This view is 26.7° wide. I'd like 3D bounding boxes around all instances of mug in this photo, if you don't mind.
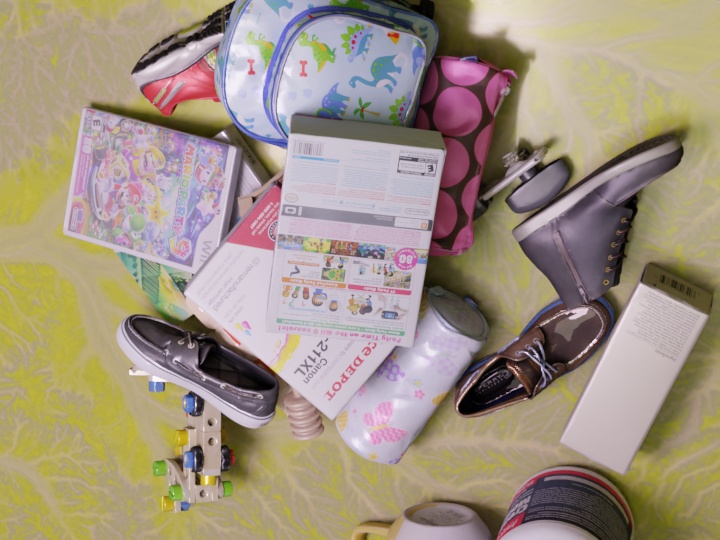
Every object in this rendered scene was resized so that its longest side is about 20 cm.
[{"bbox_3d":[0.068,0.339,1.664,0.185,0.149,0.155,2,101,9],"label":"mug"}]

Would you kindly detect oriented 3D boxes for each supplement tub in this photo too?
[{"bbox_3d":[0.206,0.303,1.574,0.139,0.200,0.142,5,109,15],"label":"supplement tub"}]

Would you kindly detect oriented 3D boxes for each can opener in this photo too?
[{"bbox_3d":[0.121,-0.062,1.559,0.199,0.053,0.067,-33,96,24],"label":"can opener"}]

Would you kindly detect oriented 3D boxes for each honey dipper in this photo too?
[{"bbox_3d":[-0.076,0.086,1.612,0.038,0.038,0.202,-4,114,18],"label":"honey dipper"}]

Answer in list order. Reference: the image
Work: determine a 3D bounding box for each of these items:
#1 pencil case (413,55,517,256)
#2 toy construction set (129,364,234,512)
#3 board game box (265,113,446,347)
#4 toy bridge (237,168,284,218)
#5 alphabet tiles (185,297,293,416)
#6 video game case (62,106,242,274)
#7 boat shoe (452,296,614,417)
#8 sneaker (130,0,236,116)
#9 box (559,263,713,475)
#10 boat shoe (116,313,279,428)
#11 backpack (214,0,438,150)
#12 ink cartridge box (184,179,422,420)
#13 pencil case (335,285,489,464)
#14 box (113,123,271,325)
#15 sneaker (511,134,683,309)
[{"bbox_3d":[0.091,-0.112,1.502,0.093,0.091,0.202,13,94,15],"label":"pencil case"},{"bbox_3d":[-0.194,0.179,1.712,0.091,0.131,0.202,-16,99,-23],"label":"toy construction set"},{"bbox_3d":[-0.007,-0.036,1.428,0.146,0.064,0.202,7,112,-6],"label":"board game box"},{"bbox_3d":[-0.032,-0.096,1.587,0.198,0.027,0.068,-17,59,5],"label":"toy bridge"},{"bbox_3d":[-0.093,0.073,1.643,0.196,0.015,0.200,47,129,-5],"label":"alphabet tiles"},{"bbox_3d":[-0.227,-0.085,1.635,0.198,0.018,0.145,16,101,23],"label":"video game case"},{"bbox_3d":[0.181,0.099,1.583,0.200,0.072,0.072,-40,93,24],"label":"boat shoe"},{"bbox_3d":[-0.141,-0.222,1.587,0.199,0.077,0.085,-20,121,22],"label":"sneaker"},{"bbox_3d":[0.282,0.102,1.557,0.082,0.068,0.201,27,114,7],"label":"box"},{"bbox_3d":[-0.173,0.096,1.648,0.199,0.069,0.057,30,130,7],"label":"boat shoe"},{"bbox_3d":[-0.037,-0.194,1.473,0.198,0.147,0.184,15,105,-12],"label":"backpack"},{"bbox_3d":[-0.057,0.029,1.532,0.200,0.083,0.146,40,91,-7],"label":"ink cartridge box"},{"bbox_3d":[0.053,0.113,1.621,0.090,0.083,0.201,36,114,7],"label":"pencil case"},{"bbox_3d":[-0.175,-0.046,1.662,0.199,0.036,0.145,-34,96,25],"label":"box"},{"bbox_3d":[0.257,-0.049,1.511,0.199,0.075,0.107,-34,92,33],"label":"sneaker"}]
